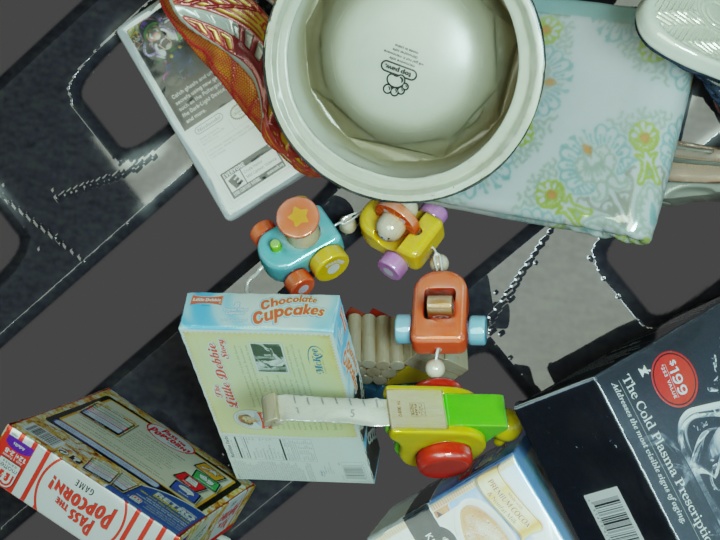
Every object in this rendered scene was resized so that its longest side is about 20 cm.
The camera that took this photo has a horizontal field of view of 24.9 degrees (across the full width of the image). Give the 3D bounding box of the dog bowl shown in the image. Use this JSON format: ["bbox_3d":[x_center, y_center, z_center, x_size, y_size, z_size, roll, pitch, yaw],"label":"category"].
[{"bbox_3d":[0.034,-0.153,1.162,0.199,0.074,0.201,2,104,9],"label":"dog bowl"}]

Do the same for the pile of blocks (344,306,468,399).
[{"bbox_3d":[-0.016,0.065,1.285,0.199,0.082,0.062,-2,50,3],"label":"pile of blocks"}]

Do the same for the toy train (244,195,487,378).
[{"bbox_3d":[0.000,0.000,1.235,0.199,0.056,0.151,4,59,11],"label":"toy train"}]

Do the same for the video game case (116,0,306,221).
[{"bbox_3d":[-0.068,-0.168,1.295,0.200,0.023,0.182,-31,87,13],"label":"video game case"}]

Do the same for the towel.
[{"bbox_3d":[0.140,-0.118,1.214,0.199,0.048,0.172,11,82,23],"label":"towel"}]

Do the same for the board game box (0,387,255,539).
[{"bbox_3d":[-0.177,0.159,1.244,0.151,0.200,0.046,32,99,9],"label":"board game box"}]

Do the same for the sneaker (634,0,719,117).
[{"bbox_3d":[0.262,-0.141,1.156,0.084,0.199,0.075,-40,46,49],"label":"sneaker"}]

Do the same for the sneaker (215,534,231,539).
[{"bbox_3d":[-0.100,0.269,1.295,0.199,0.080,0.078,28,98,10],"label":"sneaker"}]

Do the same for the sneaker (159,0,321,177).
[{"bbox_3d":[-0.078,-0.159,1.258,0.073,0.077,0.200,-38,100,-9],"label":"sneaker"}]

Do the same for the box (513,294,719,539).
[{"bbox_3d":[0.242,0.137,1.156,0.104,0.182,0.201,-30,86,56],"label":"box"}]

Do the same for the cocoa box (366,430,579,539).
[{"bbox_3d":[0.118,0.242,1.219,0.131,0.133,0.200,-32,86,11],"label":"cocoa box"}]

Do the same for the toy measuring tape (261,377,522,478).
[{"bbox_3d":[0.021,0.115,1.189,0.199,0.074,0.074,2,94,-15],"label":"toy measuring tape"}]

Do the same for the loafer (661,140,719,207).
[{"bbox_3d":[0.269,-0.081,1.207,0.199,0.072,0.063,-1,86,15],"label":"loafer"}]

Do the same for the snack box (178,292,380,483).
[{"bbox_3d":[-0.057,0.092,1.231,0.116,0.200,0.037,1,51,12],"label":"snack box"}]

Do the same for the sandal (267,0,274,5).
[{"bbox_3d":[-0.025,-0.203,1.232,0.206,0.059,0.079,36,99,14],"label":"sandal"}]
